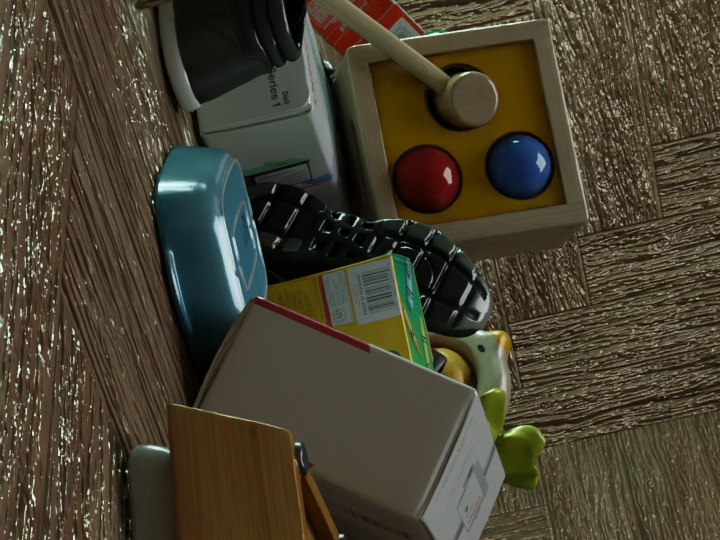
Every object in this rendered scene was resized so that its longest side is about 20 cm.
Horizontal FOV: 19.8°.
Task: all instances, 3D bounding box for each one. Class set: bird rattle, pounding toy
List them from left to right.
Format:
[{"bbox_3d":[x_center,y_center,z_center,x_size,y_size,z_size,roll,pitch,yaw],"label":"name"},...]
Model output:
[{"bbox_3d":[0.058,0.122,1.728,0.113,0.199,0.164,38,56,-47],"label":"bird rattle"},{"bbox_3d":[0.058,-0.113,1.537,0.142,0.183,0.201,124,-43,-77],"label":"pounding toy"}]

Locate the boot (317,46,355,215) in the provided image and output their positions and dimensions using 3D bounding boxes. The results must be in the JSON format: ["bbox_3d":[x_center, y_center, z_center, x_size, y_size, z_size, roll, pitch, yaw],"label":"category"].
[{"bbox_3d":[-0.046,-0.087,1.716,0.200,0.076,0.168,106,-35,-48],"label":"boot"}]

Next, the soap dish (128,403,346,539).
[{"bbox_3d":[-0.044,0.178,0.938,0.158,0.081,0.201,72,8,-57],"label":"soap dish"}]

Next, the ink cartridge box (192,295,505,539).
[{"bbox_3d":[-0.002,0.105,1.216,0.083,0.146,0.200,-64,165,-14],"label":"ink cartridge box"}]

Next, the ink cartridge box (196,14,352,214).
[{"bbox_3d":[-0.068,-0.125,1.519,0.200,0.084,0.145,71,8,-65],"label":"ink cartridge box"}]

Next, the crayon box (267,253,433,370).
[{"bbox_3d":[-0.007,0.100,1.381,0.058,0.118,0.201,16,62,-73],"label":"crayon box"}]

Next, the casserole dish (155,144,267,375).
[{"bbox_3d":[-0.087,-0.012,1.249,0.200,0.039,0.122,-90,168,-76],"label":"casserole dish"}]

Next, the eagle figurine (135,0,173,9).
[{"bbox_3d":[-0.076,-0.275,1.249,0.152,0.150,0.201,-36,121,-48],"label":"eagle figurine"}]

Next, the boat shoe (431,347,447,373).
[{"bbox_3d":[0.015,0.144,1.456,0.070,0.066,0.201,34,71,-79],"label":"boat shoe"}]

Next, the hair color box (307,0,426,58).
[{"bbox_3d":[-0.038,-0.236,1.663,0.200,0.064,0.111,47,7,24],"label":"hair color box"}]

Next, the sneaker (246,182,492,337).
[{"bbox_3d":[0.000,0.000,1.468,0.076,0.199,0.079,-59,167,-30],"label":"sneaker"}]

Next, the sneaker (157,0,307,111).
[{"bbox_3d":[-0.088,-0.204,1.379,0.071,0.099,0.201,66,11,-62],"label":"sneaker"}]
